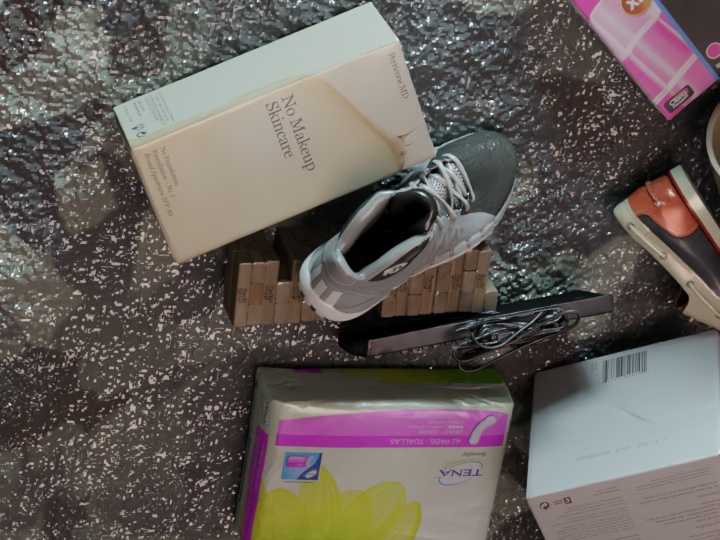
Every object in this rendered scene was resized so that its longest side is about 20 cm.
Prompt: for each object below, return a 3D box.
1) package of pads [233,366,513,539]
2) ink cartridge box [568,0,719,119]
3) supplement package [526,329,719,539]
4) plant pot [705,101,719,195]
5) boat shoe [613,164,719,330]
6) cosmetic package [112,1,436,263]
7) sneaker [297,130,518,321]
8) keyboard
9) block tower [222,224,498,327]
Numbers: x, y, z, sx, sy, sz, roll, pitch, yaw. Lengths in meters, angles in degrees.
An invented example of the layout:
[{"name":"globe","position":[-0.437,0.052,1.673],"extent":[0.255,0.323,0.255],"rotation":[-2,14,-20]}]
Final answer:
[{"name":"package of pads","position":[0.009,0.154,1.853],"extent":[0.200,0.068,0.155],"rotation":[1,117,-18]},{"name":"ink cartridge box","position":[0.200,-0.207,1.739],"extent":[0.095,0.037,0.200],"rotation":[-40,120,6]},{"name":"supplement package","position":[0.233,0.181,1.867],"extent":[0.152,0.151,0.200],"rotation":[-15,124,17]},{"name":"plant pot","position":[0.360,-0.029,1.814],"extent":[0.187,0.187,0.200],"rotation":[-19,132,-7]},{"name":"boat shoe","position":[0.265,0.007,1.855],"extent":[0.063,0.071,0.200],"rotation":[-32,121,8]},{"name":"cosmetic package","position":[-0.060,-0.096,1.693],"extent":[0.200,0.073,0.104],"rotation":[-23,122,-3]},{"name":"sneaker","position":[0.050,-0.042,1.699],"extent":[0.200,0.115,0.075],"rotation":[-40,86,-22]},{"name":"keyboard","position":[0.089,0.051,1.800],"extent":[0.200,0.104,0.040],"rotation":[-11,95,-11]},{"name":"block tower","position":[0.000,0.000,1.775],"extent":[0.200,0.054,0.058],"rotation":[-2,119,-18]}]
